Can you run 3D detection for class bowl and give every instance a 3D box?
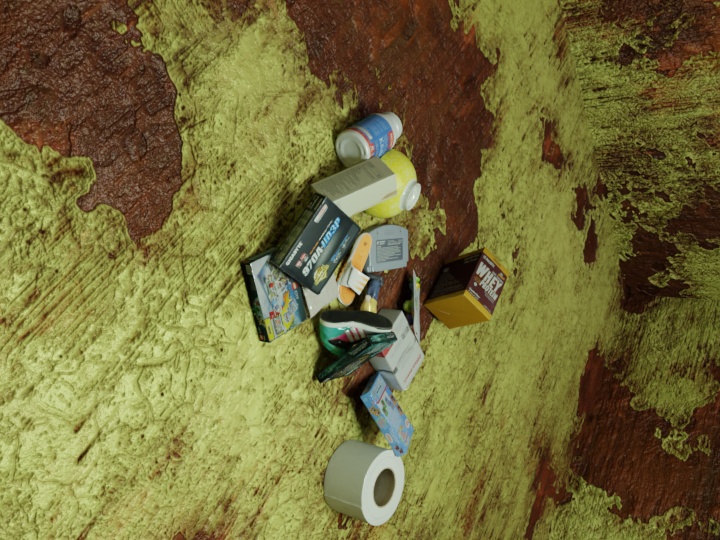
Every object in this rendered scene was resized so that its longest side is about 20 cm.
[{"bbox_3d":[0.104,-0.226,1.756,0.200,0.107,0.201,-49,155,-32],"label":"bowl"}]

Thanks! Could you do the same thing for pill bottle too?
[{"bbox_3d":[0.030,-0.362,1.706,0.200,0.111,0.113,-42,124,-41],"label":"pill bottle"}]

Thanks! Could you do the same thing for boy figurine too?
[{"bbox_3d":[0.015,0.114,1.756,0.125,0.064,0.202,84,24,-72],"label":"boy figurine"}]

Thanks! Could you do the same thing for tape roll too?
[{"bbox_3d":[0.013,0.587,1.742,0.202,0.138,0.206,-6,98,-52],"label":"tape roll"}]

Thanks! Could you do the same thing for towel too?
[{"bbox_3d":[-0.118,0.007,1.611,0.132,0.034,0.202,-36,121,-43],"label":"towel"}]

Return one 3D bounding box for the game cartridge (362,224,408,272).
[{"bbox_3d":[0.074,-0.069,1.850,0.199,0.041,0.135,-8,95,-51],"label":"game cartridge"}]

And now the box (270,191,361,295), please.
[{"bbox_3d":[-0.104,-0.062,1.505,0.201,0.046,0.159,-56,137,-6],"label":"box"}]

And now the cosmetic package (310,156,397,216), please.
[{"bbox_3d":[-0.015,-0.206,1.594,0.198,0.105,0.072,-24,137,-14],"label":"cosmetic package"}]

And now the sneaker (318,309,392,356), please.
[{"bbox_3d":[-0.019,0.177,1.663,0.197,0.084,0.122,6,120,-13],"label":"sneaker"}]

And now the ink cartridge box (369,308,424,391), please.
[{"bbox_3d":[0.096,0.236,1.862,0.147,0.082,0.201,-53,131,-34],"label":"ink cartridge box"}]

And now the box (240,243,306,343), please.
[{"bbox_3d":[-0.205,0.053,1.500,0.136,0.037,0.202,-30,116,-47],"label":"box"}]

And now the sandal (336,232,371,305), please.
[{"bbox_3d":[-0.005,-0.003,1.715,0.079,0.059,0.209,23,85,-47],"label":"sandal"}]

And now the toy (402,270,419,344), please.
[{"bbox_3d":[0.157,0.113,1.930,0.116,0.047,0.202,66,26,-54],"label":"toy"}]

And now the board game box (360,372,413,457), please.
[{"bbox_3d":[0.079,0.408,1.783,0.201,0.036,0.151,58,17,-3],"label":"board game box"}]

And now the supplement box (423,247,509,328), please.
[{"bbox_3d":[0.349,0.060,2.053,0.133,0.197,0.201,42,58,-19],"label":"supplement box"}]

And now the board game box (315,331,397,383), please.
[{"bbox_3d":[-0.009,0.228,1.647,0.135,0.200,0.028,-1,57,-58],"label":"board game box"}]
